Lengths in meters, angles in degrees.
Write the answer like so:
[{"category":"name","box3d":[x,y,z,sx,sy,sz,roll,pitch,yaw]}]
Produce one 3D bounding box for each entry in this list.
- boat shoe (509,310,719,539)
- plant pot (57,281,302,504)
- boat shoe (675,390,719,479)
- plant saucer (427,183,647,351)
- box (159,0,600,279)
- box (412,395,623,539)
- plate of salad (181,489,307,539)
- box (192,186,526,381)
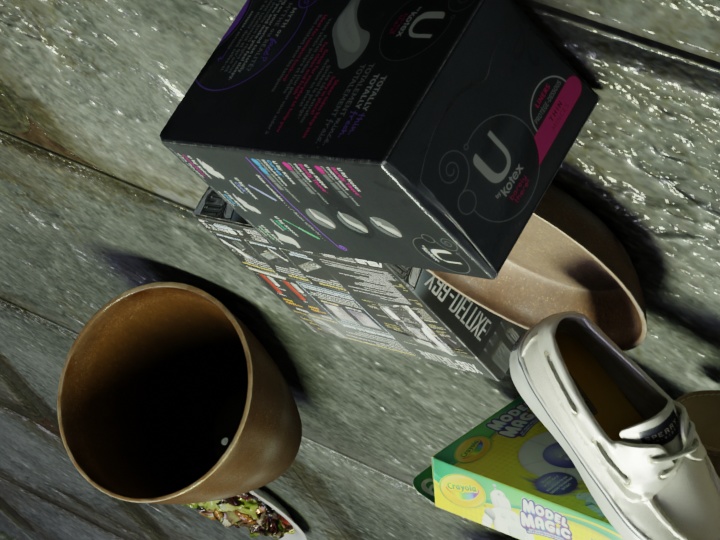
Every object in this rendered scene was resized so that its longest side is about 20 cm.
[{"category":"boat shoe","box3d":[0.174,0.107,1.424,0.200,0.071,0.070,52,153,5]},{"category":"plant pot","box3d":[-0.133,0.125,2.027,0.186,0.188,0.200,21,176,28]},{"category":"boat shoe","box3d":[0.263,0.100,1.431,0.199,0.071,0.065,11,142,45]},{"category":"plant saucer","box3d":[0.094,-0.020,1.426,0.200,0.037,0.201,29,163,9]},{"category":"box","box3d":[0.008,-0.081,1.251,0.199,0.123,0.106,10,153,51]},{"category":"box","box3d":[0.143,0.149,1.682,0.199,0.117,0.049,15,122,38]},{"category":"plate of salad","box3d":[-0.151,0.264,2.624,0.199,0.048,0.200,29,163,10]},{"category":"box","box3d":[0.000,0.000,1.617,0.199,0.050,0.158,13,155,47]}]
